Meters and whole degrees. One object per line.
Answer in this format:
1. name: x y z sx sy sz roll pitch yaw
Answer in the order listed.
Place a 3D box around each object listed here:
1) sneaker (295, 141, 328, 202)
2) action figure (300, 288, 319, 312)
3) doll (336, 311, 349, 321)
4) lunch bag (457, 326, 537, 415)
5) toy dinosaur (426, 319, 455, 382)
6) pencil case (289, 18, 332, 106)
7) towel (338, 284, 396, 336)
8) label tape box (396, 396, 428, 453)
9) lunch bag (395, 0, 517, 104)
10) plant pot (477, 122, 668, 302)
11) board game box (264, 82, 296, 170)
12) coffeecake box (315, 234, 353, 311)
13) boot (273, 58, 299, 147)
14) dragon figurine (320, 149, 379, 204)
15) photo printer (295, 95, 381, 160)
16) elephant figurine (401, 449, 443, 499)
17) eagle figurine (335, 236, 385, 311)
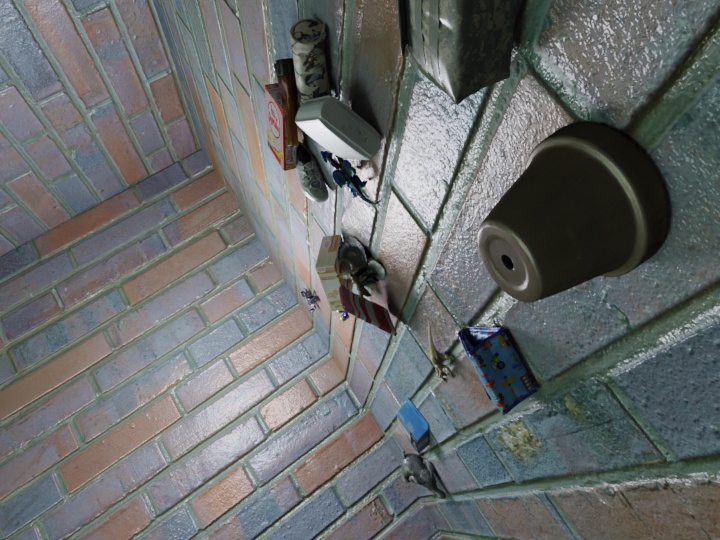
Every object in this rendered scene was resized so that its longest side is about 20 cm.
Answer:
1. sneaker: -0.161 -0.302 1.669 0.204 0.073 0.082 59 166 6
2. action figure: -0.266 0.147 2.794 0.132 0.069 0.200 54 167 3
3. doll: -0.066 0.119 2.158 0.203 0.047 0.139 92 154 -51
4. lunch bag: 0.284 0.205 1.201 0.154 0.092 0.200 59 176 -2
5. toy dinosaur: 0.212 0.246 1.504 0.101 0.057 0.205 40 154 53
6. pencil case: -0.109 -0.463 1.230 0.203 0.086 0.080 87 176 -57
7. towel: 0.022 0.124 1.692 0.196 0.023 0.145 28 -161 -21
8. label tape box: 0.207 0.618 2.156 0.145 0.062 0.203 48 160 35
9. lunch bag: 0.105 -0.352 0.699 0.202 0.115 0.166 56 166 34
10. plant pot: 0.245 -0.052 0.678 0.202 0.172 0.202 50 162 23
11. board game box: -0.240 -0.434 1.638 0.153 0.045 0.205 55 151 39
12. coffeecake box: -0.084 0.009 1.841 0.157 0.070 0.204 -79 -21 -47
13. boot: -0.171 -0.419 1.367 0.189 0.066 0.208 -126 29 -70
14. dragon figurine: -0.032 -0.235 1.353 0.099 0.058 0.203 31 -156 -57
15. photo printer: -0.059 -0.320 1.228 0.164 0.071 0.199 32 178 -28
16. elephant figurine: 0.274 0.888 2.357 0.197 0.151 0.147 19 95 51
17. eagle figurine: -0.007 -0.001 1.688 0.202 0.146 0.156 -88 20 -64
